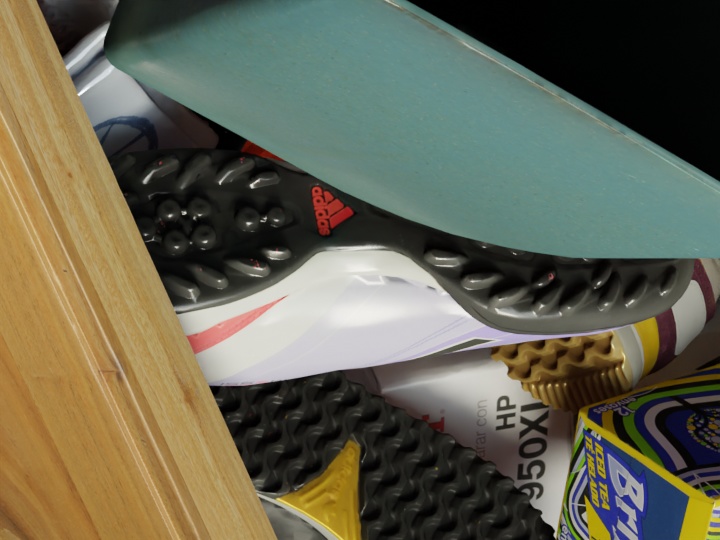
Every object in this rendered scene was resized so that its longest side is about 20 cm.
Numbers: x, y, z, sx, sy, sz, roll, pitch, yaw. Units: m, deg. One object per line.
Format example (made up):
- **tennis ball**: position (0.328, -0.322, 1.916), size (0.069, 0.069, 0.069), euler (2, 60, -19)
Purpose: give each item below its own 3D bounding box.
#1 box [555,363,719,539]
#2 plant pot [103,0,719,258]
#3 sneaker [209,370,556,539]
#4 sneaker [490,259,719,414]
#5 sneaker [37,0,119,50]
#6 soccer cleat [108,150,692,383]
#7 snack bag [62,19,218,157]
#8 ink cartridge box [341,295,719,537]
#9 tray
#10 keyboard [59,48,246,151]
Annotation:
- **box**: position (0.158, 0.066, 0.889), size (0.199, 0.064, 0.070), euler (-15, 125, -38)
- **plant pot**: position (0.028, -0.087, 0.670), size (0.141, 0.200, 0.142), euler (27, 73, -25)
- **sneaker**: position (-0.014, 0.083, 0.880), size (0.200, 0.090, 0.070), euler (38, 61, -14)
- **sneaker**: position (0.049, -0.055, 0.876), size (0.090, 0.075, 0.201), euler (-38, 103, -39)
- **sneaker**: position (-0.043, -0.158, 0.777), size (0.114, 0.075, 0.201), euler (-2, 119, -18)
- **soccer cleat**: position (0.000, 0.000, 0.800), size (0.199, 0.069, 0.073), euler (-3, 154, -14)
- **snack bag**: position (-0.115, 0.016, 0.848), size (0.188, 0.021, 0.200), euler (-40, 158, 2)
- **ink cartridge box**: position (0.082, 0.063, 0.972), size (0.199, 0.084, 0.145), euler (-9, 124, -16)
- **tray**: position (-0.104, 0.012, 0.724), size (0.098, 0.037, 0.201), euler (-4, 126, 27)
- **keyboard**: position (-0.116, -0.044, 0.825), size (0.199, 0.040, 0.104), euler (-12, 150, -38)
